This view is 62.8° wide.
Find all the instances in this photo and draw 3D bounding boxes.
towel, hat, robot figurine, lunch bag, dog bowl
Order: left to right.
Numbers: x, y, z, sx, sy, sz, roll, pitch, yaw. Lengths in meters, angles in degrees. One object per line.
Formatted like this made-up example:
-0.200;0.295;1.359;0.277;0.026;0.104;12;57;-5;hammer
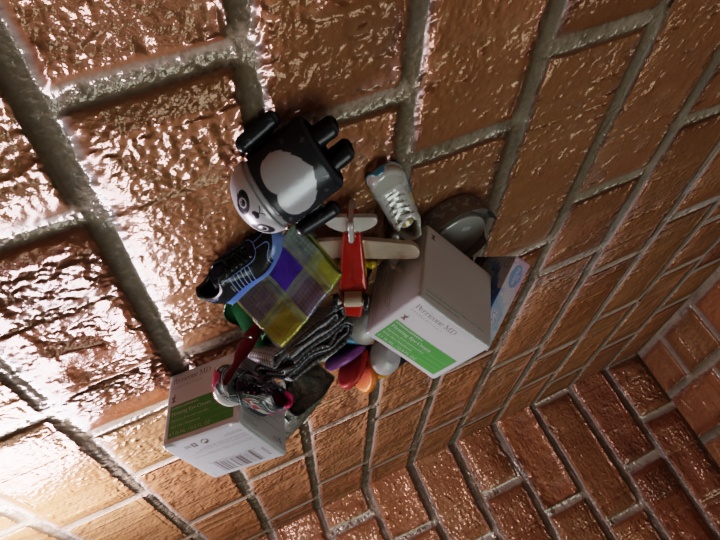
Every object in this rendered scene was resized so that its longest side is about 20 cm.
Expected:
-0.181;0.133;1.184;0.196;0.179;0.167;-27;149;-2;hat
-0.135;0.030;1.091;0.200;0.144;0.023;-47;166;17;towel
-0.177;0.339;1.496;0.165;0.117;0.200;-51;180;34;lunch bag
-0.103;-0.144;0.883;0.197;0.153;0.125;-34;163;9;robot figurine
-0.128;0.157;1.244;0.198;0.087;0.164;-37;-163;-30;towel
0.206;-0.085;1.311;0.195;0.059;0.202;-22;150;-13;dog bowl

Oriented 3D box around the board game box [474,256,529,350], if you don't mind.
0.269;0.066;1.314;0.204;0.043;0.199;-62;-166;-6;board game box

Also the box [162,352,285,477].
-0.294;0.322;1.309;0.194;0.175;0.201;-21;137;14;box

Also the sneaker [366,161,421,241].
0.072;-0.128;1.106;0.075;0.082;0.200;-30;149;7;sneaker

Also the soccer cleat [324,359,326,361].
-0.066;0.195;1.502;0.195;0.071;0.078;0;150;-34;soccer cleat

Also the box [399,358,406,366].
0.132;0.118;1.448;0.197;0.047;0.198;-25;123;-35;box

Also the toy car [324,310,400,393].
-0.019;0.193;1.372;0.150;0.202;0.174;-42;-168;-34;toy car

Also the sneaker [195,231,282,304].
-0.218;-0.006;1.052;0.077;0.071;0.200;5;136;-51;sneaker

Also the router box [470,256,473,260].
0.218;0.077;1.443;0.148;0.050;0.205;-34;129;-31;router box

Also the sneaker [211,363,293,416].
-0.215;0.234;1.173;0.073;0.083;0.199;-14;150;32;sneaker

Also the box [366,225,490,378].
0.144;0.067;1.210;0.197;0.203;0.171;34;132;-21;box

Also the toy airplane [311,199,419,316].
-0.015;-0.037;1.127;0.199;0.200;0.142;-44;-168;17;toy airplane

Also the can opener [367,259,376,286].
0.000;0.000;1.285;0.067;0.052;0.202;-51;169;-38;can opener
